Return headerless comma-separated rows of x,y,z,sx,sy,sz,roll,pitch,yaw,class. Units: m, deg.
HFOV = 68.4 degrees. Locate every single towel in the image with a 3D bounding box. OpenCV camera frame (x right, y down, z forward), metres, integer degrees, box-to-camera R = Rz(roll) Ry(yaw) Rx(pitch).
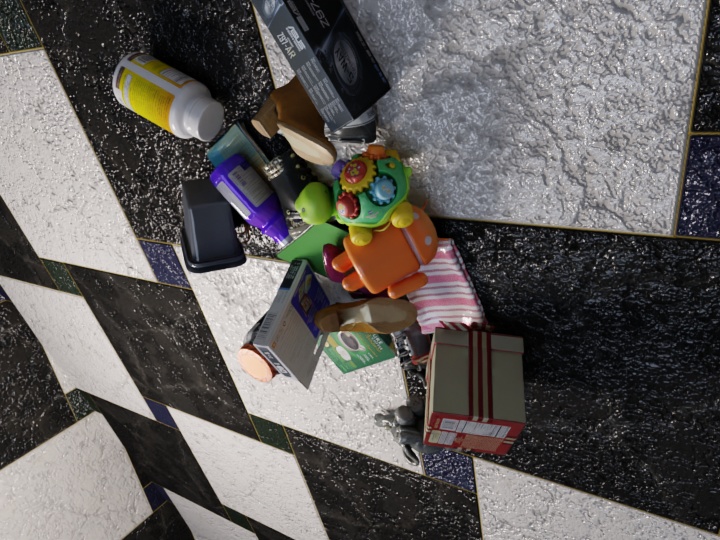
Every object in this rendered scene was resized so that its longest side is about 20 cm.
0.144,0.035,1.004,0.145,0.030,0.202,-9,118,39,towel
-0.221,-0.189,1.090,0.146,0.022,0.201,-21,112,45,towel

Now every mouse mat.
-0.060,-0.034,1.040,0.159,0.008,0.199,22,150,-28,mouse mat

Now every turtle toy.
-0.009,-0.125,0.852,0.198,0.148,0.101,-22,148,18,turtle toy

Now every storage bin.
-0.310,-0.106,1.117,0.200,0.143,0.136,-128,33,-54,storage bin

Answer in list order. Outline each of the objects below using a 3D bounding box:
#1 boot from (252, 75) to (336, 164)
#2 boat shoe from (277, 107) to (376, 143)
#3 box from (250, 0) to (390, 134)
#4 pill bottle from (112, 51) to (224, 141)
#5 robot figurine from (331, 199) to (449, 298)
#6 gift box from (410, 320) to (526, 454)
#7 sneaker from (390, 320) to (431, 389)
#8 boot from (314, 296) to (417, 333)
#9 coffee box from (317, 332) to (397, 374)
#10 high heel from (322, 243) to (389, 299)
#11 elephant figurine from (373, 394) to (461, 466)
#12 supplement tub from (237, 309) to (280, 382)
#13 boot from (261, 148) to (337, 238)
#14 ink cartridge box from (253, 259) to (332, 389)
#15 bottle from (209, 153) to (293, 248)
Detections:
-0.069,-0.251,0.811,0.200,0.144,0.071,33,167,38,boot
-0.063,-0.240,0.900,0.197,0.069,0.057,5,128,30,boat shoe
-0.047,-0.316,0.754,0.043,0.161,0.201,-21,110,35,box
-0.362,-0.326,1.012,0.198,0.109,0.110,30,137,12,pill bottle
0.048,-0.039,0.915,0.198,0.145,0.117,-29,134,5,robot figurine
0.190,0.205,0.967,0.196,0.189,0.186,10,143,1,gift box
0.105,0.162,1.096,0.200,0.082,0.077,49,137,-9,sneaker
0.005,0.084,1.063,0.197,0.144,0.072,-6,95,-6,boot
-0.008,0.162,1.206,0.123,0.044,0.199,50,137,-10,coffee box
0.000,0.000,1.013,0.095,0.069,0.200,-6,154,21,high heel
0.125,0.379,1.248,0.139,0.157,0.201,-4,149,-15,elephant figurine
-0.181,0.148,1.203,0.121,0.200,0.124,19,133,22,supplement tub
-0.083,-0.159,0.976,0.201,0.073,0.156,-21,101,32,boot
-0.126,0.115,1.099,0.043,0.200,0.201,6,147,25,ink cartridge box
-0.204,-0.133,1.049,0.065,0.084,0.200,-32,105,39,bottle
